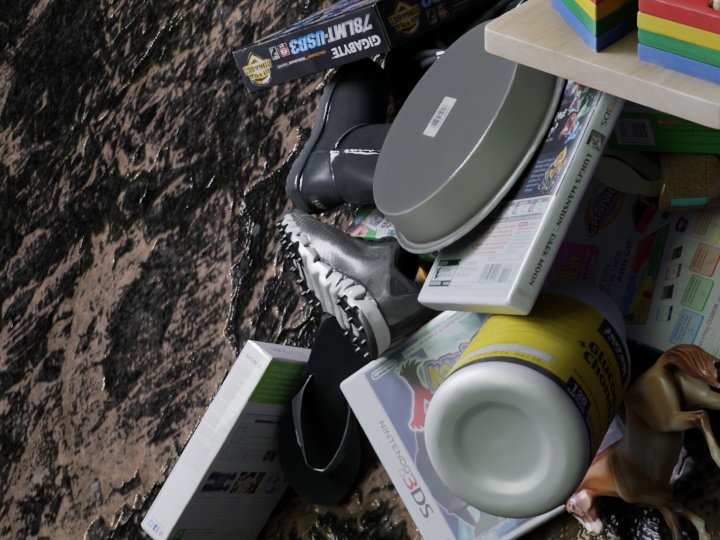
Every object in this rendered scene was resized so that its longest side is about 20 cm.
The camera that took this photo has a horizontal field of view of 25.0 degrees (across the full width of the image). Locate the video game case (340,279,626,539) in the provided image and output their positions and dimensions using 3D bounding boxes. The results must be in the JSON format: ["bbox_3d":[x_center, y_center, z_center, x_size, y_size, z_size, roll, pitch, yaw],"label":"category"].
[{"bbox_3d":[0.101,0.117,1.278,0.200,0.023,0.182,-36,75,25],"label":"video game case"}]

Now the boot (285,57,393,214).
[{"bbox_3d":[0.045,-0.121,1.389,0.200,0.066,0.165,-3,57,46],"label":"boot"}]

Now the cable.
[{"bbox_3d":[0.145,-0.210,1.388,0.200,0.051,0.163,-28,15,0],"label":"cable"}]

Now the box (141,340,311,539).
[{"bbox_3d":[-0.099,0.158,1.469,0.036,0.144,0.200,38,102,29],"label":"box"}]

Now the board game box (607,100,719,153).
[{"bbox_3d":[0.272,-0.170,1.176,0.153,0.040,0.200,5,52,27],"label":"board game box"}]

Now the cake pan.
[{"bbox_3d":[0.076,-0.108,1.228,0.200,0.037,0.200,-46,25,29],"label":"cake pan"}]

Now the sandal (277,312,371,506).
[{"bbox_3d":[-0.031,0.123,1.413,0.043,0.076,0.200,-70,-8,-61],"label":"sandal"}]

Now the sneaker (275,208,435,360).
[{"bbox_3d":[0.000,0.000,1.358,0.090,0.067,0.200,-24,37,-16],"label":"sneaker"}]

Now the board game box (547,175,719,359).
[{"bbox_3d":[0.236,-0.015,1.232,0.200,0.040,0.153,25,92,51],"label":"board game box"}]

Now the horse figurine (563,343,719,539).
[{"bbox_3d":[0.218,0.126,1.152,0.133,0.050,0.200,44,132,42],"label":"horse figurine"}]

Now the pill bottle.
[{"bbox_3d":[0.125,0.079,1.128,0.112,0.112,0.200,-41,3,30],"label":"pill bottle"}]

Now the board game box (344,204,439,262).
[{"bbox_3d":[0.085,-0.094,1.405,0.135,0.029,0.200,8,57,47],"label":"board game box"}]

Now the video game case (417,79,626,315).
[{"bbox_3d":[0.116,-0.054,1.176,0.182,0.023,0.200,-65,13,-7],"label":"video game case"}]

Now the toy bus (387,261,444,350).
[{"bbox_3d":[0.066,0.054,1.391,0.078,0.065,0.200,-47,44,26],"label":"toy bus"}]

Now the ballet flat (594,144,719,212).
[{"bbox_3d":[0.190,-0.098,1.215,0.200,0.072,0.068,49,150,45],"label":"ballet flat"}]

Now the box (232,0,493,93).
[{"bbox_3d":[0.016,-0.232,1.490,0.198,0.200,0.050,-10,106,47],"label":"box"}]

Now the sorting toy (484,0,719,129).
[{"bbox_3d":[0.220,-0.191,1.098,0.199,0.200,0.070,25,135,38],"label":"sorting toy"}]
